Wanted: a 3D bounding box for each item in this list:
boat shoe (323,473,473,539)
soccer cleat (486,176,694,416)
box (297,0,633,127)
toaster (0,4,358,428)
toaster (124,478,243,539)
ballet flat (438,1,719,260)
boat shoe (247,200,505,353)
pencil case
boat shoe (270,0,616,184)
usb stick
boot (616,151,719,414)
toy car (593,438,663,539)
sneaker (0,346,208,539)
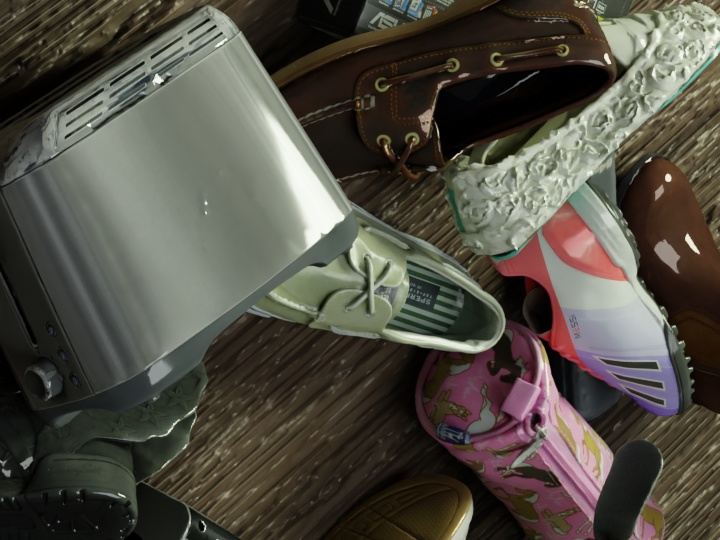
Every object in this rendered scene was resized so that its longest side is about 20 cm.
[{"bbox_3d":[-0.002,0.200,1.343,0.200,0.071,0.070,-49,134,-22],"label":"boat shoe"},{"bbox_3d":[0.130,0.026,1.368,0.073,0.068,0.200,-35,137,-3],"label":"soccer cleat"},{"bbox_3d":[0.072,-0.171,1.279,0.199,0.044,0.161,18,93,-48],"label":"box"},{"bbox_3d":[-0.093,-0.031,1.100,0.200,0.113,0.130,-37,103,-34],"label":"toaster"},{"bbox_3d":[-0.102,0.209,1.213,0.200,0.118,0.182,38,80,-46],"label":"toaster"},{"bbox_3d":[0.117,-0.089,1.283,0.200,0.072,0.072,-45,133,-21],"label":"ballet flat"},{"bbox_3d":[0.000,0.000,1.266,0.199,0.062,0.073,12,98,-46],"label":"boat shoe"},{"bbox_3d":[0.106,0.110,1.397,0.200,0.082,0.087,51,33,-46],"label":"pencil case"},{"bbox_3d":[0.028,-0.082,1.198,0.199,0.071,0.071,-25,150,0],"label":"boat shoe"},{"bbox_3d":[0.128,-0.003,1.416,0.055,0.032,0.202,-26,123,-35],"label":"usb stick"},{"bbox_3d":[0.241,0.032,1.421,0.068,0.199,0.189,-34,129,-30],"label":"boot"},{"bbox_3d":[0.139,0.199,1.331,0.201,0.164,0.158,-60,167,8],"label":"toy car"},{"bbox_3d":[-0.169,0.074,1.128,0.198,0.105,0.060,7,134,-13],"label":"sneaker"}]
